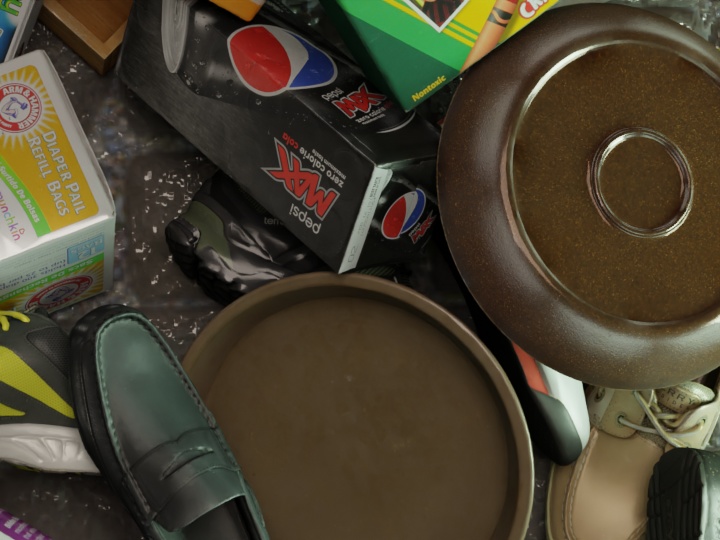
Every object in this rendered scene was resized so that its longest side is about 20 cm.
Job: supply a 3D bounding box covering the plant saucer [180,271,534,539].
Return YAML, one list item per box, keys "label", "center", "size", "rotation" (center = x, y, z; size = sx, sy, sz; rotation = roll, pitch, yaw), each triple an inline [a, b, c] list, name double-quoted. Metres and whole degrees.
- label: "plant saucer"
  center: [-0.005, 0.096, 1.447]
  size: [0.199, 0.029, 0.201]
  rotation: [4, 103, 17]

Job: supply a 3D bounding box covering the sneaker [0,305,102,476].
- label: "sneaker"
  center: [-0.194, 0.057, 1.439]
  size: [0.199, 0.074, 0.085]
  rotation: [10, 82, -30]

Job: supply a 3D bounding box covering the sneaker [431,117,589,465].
- label: "sneaker"
  center: [0.107, -0.004, 1.511]
  size: [0.107, 0.067, 0.202]
  rotation: [-21, 71, -11]

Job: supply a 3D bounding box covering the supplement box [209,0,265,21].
- label: "supplement box"
  center: [-0.057, -0.244, 1.417]
  size: [0.126, 0.074, 0.200]
  rotation: [27, 110, -28]

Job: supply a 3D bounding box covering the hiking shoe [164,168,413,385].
- label: "hiking shoe"
  center: [0.000, 0.000, 1.497]
  size: [0.199, 0.076, 0.101]
  rotation: [32, 77, 2]

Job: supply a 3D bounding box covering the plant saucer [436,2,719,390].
- label: "plant saucer"
  center: [0.136, -0.041, 1.418]
  size: [0.199, 0.032, 0.201]
  rotation: [4, 78, -20]

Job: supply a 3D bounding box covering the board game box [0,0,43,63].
- label: "board game box"
  center: [-0.213, -0.200, 1.486]
  size: [0.126, 0.035, 0.201]
  rotation: [24, 109, 0]

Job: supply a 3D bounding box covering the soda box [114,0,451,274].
- label: "soda box"
  center: [-0.041, -0.083, 1.463]
  size: [0.063, 0.071, 0.200]
  rotation: [-12, 42, -42]

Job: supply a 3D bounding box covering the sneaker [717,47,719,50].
- label: "sneaker"
  center: [0.148, -0.067, 1.477]
  size: [0.077, 0.075, 0.200]
  rotation: [53, 55, -11]

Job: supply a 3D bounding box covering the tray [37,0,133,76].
- label: "tray"
  center: [-0.181, -0.210, 1.549]
  size: [0.200, 0.037, 0.099]
  rotation: [41, 74, 5]

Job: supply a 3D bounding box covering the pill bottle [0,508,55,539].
- label: "pill bottle"
  center: [-0.201, 0.170, 1.407]
  size: [0.199, 0.112, 0.113]
  rotation: [30, 73, 2]

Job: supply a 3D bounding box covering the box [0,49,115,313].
- label: "box"
  center: [-0.233, -0.017, 1.449]
  size: [0.199, 0.113, 0.102]
  rotation: [-22, 74, -12]

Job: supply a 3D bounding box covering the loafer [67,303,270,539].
- label: "loafer"
  center: [-0.085, 0.109, 1.416]
  size: [0.068, 0.070, 0.201]
  rotation: [-27, 99, -29]

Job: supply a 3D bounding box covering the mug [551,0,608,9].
- label: "mug"
  center: [0.113, -0.241, 1.546]
  size: [0.185, 0.150, 0.154]
  rotation: [5, 66, 1]

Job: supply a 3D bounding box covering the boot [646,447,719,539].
- label: "boot"
  center: [0.212, 0.189, 1.479]
  size: [0.130, 0.068, 0.201]
  rotation: [6, 93, -28]

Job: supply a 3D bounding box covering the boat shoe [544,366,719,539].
- label: "boat shoe"
  center: [0.157, 0.070, 1.505]
  size: [0.072, 0.065, 0.201]
  rotation: [28, 74, 1]

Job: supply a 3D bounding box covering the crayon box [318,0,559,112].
- label: "crayon box"
  center: [0.052, -0.207, 1.382]
  size: [0.200, 0.058, 0.173]
  rotation: [-37, 122, -5]
